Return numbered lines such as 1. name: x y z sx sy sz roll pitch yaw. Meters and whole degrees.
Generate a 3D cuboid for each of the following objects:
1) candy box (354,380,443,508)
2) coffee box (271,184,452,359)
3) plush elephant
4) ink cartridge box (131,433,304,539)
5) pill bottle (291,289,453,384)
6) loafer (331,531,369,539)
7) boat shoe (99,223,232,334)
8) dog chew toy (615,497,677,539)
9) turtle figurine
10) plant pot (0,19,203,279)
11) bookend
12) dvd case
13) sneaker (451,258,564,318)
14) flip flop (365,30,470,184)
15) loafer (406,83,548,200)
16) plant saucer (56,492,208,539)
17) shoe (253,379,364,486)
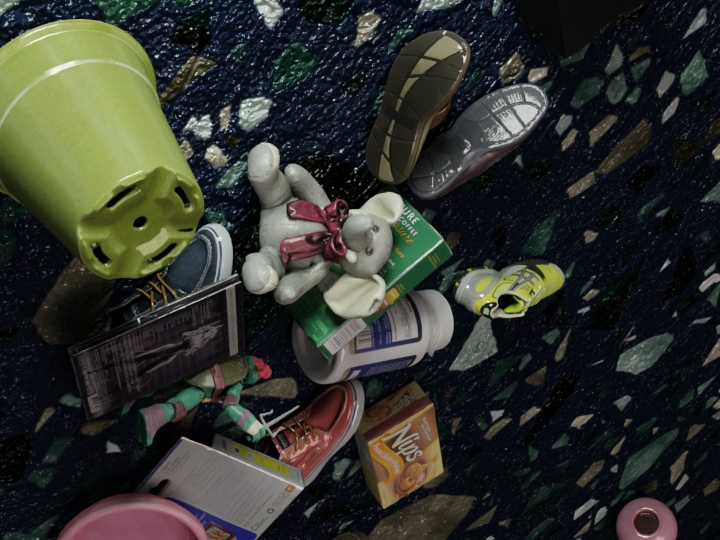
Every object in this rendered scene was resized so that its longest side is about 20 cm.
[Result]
1. candy box: 0.058 0.265 1.923 0.115 0.055 0.200 -30 142 -15
2. coffee box: 0.000 0.000 1.540 0.200 0.123 0.044 -41 143 -2
3. plush elephant: -0.034 -0.035 1.431 0.154 0.166 0.200 -1 163 12
4. ink cartridge box: -0.211 0.307 1.697 0.200 0.047 0.198 30 114 -28
5. pill bottle: 0.020 0.077 1.647 0.199 0.111 0.111 -8 133 -37
6. loafer: -0.066 0.489 2.026 0.200 0.076 0.067 -42 150 2
7. boat shoe: -0.218 0.033 1.416 0.091 0.071 0.201 0 130 -47
8. dog chew toy: 0.600 0.552 2.667 0.124 0.125 0.200 -37 152 -5
9. turtle figurine: -0.183 0.145 1.525 0.199 0.150 0.101 -10 109 -29
10. plant pot: -0.237 -0.094 1.168 0.199 0.190 0.201 -25 142 -22
11. bookend: 0.265 -0.378 1.414 0.198 0.092 0.200 -35 142 -10
12. dvd case: -0.220 0.086 1.411 0.199 0.016 0.149 -24 151 -18
13. sneaker: 0.221 0.036 1.817 0.199 0.076 0.076 -11 133 -37
14. flip flop: 0.068 -0.187 1.453 0.057 0.081 0.201 -24 146 -49
15. loafer: 0.144 -0.156 1.567 0.200 0.072 0.063 -36 164 3
16. plant saucer: -0.298 0.360 1.657 0.199 0.051 0.201 -7 127 -9
17. shoe: -0.076 0.227 1.748 0.091 0.072 0.200 4 128 -48
